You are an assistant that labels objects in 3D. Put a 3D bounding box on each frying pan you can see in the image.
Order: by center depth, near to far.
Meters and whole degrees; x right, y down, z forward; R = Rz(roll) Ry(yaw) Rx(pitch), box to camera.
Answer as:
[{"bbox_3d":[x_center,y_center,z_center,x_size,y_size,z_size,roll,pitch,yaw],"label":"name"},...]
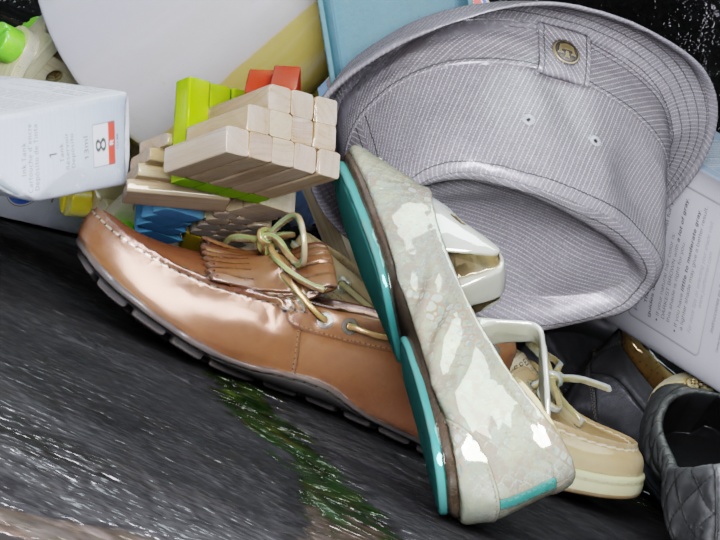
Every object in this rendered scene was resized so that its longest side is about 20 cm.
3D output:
[{"bbox_3d":[0.140,0.081,1.510,0.115,0.031,0.190,-11,-57,34],"label":"frying pan"}]

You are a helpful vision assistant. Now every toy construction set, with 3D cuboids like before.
[{"bbox_3d":[-0.140,-0.068,1.377,0.200,0.131,0.092,13,38,-54],"label":"toy construction set"}]

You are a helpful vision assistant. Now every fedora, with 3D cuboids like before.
[{"bbox_3d":[0.074,-0.033,1.258,0.200,0.177,0.090,21,40,-29],"label":"fedora"}]

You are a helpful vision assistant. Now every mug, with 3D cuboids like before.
[{"bbox_3d":[-0.036,-0.143,1.312,0.186,0.153,0.150,23,44,-41],"label":"mug"}]

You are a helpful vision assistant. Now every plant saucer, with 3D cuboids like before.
[{"bbox_3d":[0.021,-0.085,1.274,0.070,0.200,0.019,-10,48,-1],"label":"plant saucer"}]

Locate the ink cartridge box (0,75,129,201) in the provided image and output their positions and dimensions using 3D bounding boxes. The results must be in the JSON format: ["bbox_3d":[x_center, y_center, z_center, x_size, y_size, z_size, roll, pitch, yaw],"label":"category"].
[{"bbox_3d":[-0.216,-0.052,1.166,0.162,0.050,0.200,9,16,28],"label":"ink cartridge box"}]

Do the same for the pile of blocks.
[{"bbox_3d":[-0.066,-0.054,1.227,0.082,0.062,0.200,6,-15,-13],"label":"pile of blocks"}]

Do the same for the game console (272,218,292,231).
[{"bbox_3d":[0.037,-0.023,1.562,0.170,0.119,0.200,27,-5,43],"label":"game console"}]

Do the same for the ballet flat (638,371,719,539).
[{"bbox_3d":[0.167,0.084,1.277,0.066,0.057,0.200,3,17,0],"label":"ballet flat"}]

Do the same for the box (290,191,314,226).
[{"bbox_3d":[0.025,-0.013,1.673,0.199,0.042,0.119,21,-35,-5],"label":"box"}]

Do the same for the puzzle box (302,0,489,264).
[{"bbox_3d":[0.031,-0.063,1.405,0.133,0.025,0.200,-10,60,-23],"label":"puzzle box"}]

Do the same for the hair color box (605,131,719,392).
[{"bbox_3d":[0.158,-0.018,1.385,0.060,0.099,0.200,-3,22,-32],"label":"hair color box"}]

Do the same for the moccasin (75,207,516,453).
[{"bbox_3d":[-0.028,0.015,1.216,0.201,0.078,0.074,23,4,-2],"label":"moccasin"}]

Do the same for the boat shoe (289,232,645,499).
[{"bbox_3d":[0.046,0.048,1.291,0.199,0.063,0.073,24,4,3],"label":"boat shoe"}]

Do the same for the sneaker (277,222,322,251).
[{"bbox_3d":[0.000,0.000,1.422,0.200,0.098,0.071,18,8,-36],"label":"sneaker"}]

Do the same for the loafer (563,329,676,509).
[{"bbox_3d":[0.176,0.091,1.383,0.200,0.072,0.073,28,5,39],"label":"loafer"}]

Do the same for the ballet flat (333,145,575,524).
[{"bbox_3d":[0.039,0.023,1.128,0.062,0.068,0.200,-13,49,-6],"label":"ballet flat"}]

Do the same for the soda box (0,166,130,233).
[{"bbox_3d":[-0.183,-0.064,1.468,0.068,0.064,0.200,25,5,26],"label":"soda box"}]
